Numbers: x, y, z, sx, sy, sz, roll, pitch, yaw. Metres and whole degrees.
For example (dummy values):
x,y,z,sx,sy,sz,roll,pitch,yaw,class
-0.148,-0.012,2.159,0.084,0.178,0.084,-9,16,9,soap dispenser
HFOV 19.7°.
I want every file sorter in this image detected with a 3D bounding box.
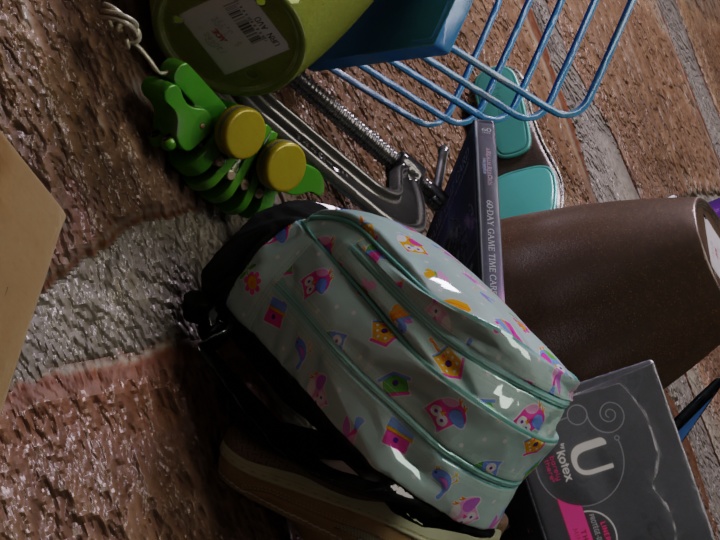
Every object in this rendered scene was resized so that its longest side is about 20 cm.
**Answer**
x,y,z,sx,sy,sz,roll,pitch,yaw,class
0.074,-0.174,1.374,0.122,0.200,0.140,30,79,-24,file sorter

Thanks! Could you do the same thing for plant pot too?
x,y,z,sx,sy,sz,roll,pitch,yaw,class
0.171,0.027,1.496,0.187,0.199,0.188,49,28,-38,plant pot
-0.055,-0.204,1.249,0.188,0.186,0.201,53,35,-31,plant pot

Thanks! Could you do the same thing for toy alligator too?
x,y,z,sx,sy,sz,roll,pitch,yaw,class
-0.094,-0.078,1.192,0.200,0.059,0.055,38,79,-43,toy alligator

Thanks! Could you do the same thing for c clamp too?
x,y,z,sx,sy,sz,roll,pitch,yaw,class
-0.017,-0.090,1.335,0.200,0.027,0.171,38,23,-21,c clamp

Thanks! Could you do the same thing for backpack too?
x,y,z,sx,sy,sz,roll,pitch,yaw,class
0.020,0.049,1.113,0.166,0.127,0.200,20,17,-41,backpack

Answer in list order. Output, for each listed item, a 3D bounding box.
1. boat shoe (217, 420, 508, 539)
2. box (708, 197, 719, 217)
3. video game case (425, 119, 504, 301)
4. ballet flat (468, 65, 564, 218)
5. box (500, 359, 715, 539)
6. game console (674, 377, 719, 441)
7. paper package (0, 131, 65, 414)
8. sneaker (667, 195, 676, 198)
x,y,z,sx,sy,sz,roll,pitch,yaw,class
-0.005,0.143,1.160,0.199,0.077,0.072,22,14,-35,boat shoe
0.276,0.013,1.826,0.079,0.140,0.200,61,23,-9,box
0.068,0.023,1.365,0.143,0.019,0.201,111,-17,-55,video game case
0.130,-0.074,1.685,0.075,0.067,0.201,64,14,-54,ballet flat
0.144,0.146,1.344,0.200,0.105,0.123,102,-30,-76,box
0.246,0.199,1.619,0.177,0.116,0.200,68,23,1,game console
-0.215,-0.005,0.772,0.191,0.103,0.201,55,25,-32,paper package
0.212,-0.007,1.683,0.200,0.114,0.076,-99,165,-84,sneaker
